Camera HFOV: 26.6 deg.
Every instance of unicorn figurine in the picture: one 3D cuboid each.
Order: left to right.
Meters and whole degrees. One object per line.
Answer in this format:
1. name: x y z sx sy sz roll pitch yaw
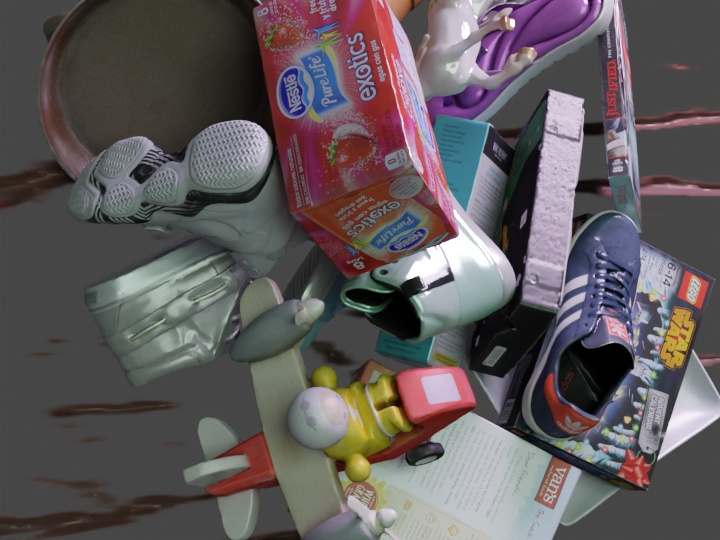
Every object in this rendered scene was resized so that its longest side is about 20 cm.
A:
1. unicorn figurine: 0.074 -0.184 1.227 0.074 0.137 0.200 50 43 -25

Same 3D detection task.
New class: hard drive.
1. hard drive: 0.136 -0.028 1.241 0.038 0.140 0.200 14 61 -8

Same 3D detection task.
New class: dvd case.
1. dvd case: 0.221 -0.148 1.306 0.022 0.146 0.200 -6 72 13

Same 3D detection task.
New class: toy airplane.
1. toy airplane: -0.039 0.122 1.125 0.200 0.141 0.199 26 76 13

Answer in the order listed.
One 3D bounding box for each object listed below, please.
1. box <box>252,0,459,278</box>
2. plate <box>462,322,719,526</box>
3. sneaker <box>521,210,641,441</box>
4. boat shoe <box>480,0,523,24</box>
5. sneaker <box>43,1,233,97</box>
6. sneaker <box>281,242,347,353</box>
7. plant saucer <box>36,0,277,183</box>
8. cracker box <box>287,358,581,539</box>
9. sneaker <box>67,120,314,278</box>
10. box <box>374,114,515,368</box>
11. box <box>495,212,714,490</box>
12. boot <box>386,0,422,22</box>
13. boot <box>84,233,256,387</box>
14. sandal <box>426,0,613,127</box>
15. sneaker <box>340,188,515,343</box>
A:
1. box: -0.005 -0.109 1.103 0.095 0.100 0.200 -21 55 13
2. plate: 0.196 0.089 1.328 0.200 0.032 0.200 -31 94 -22
3. sneaker: 0.196 0.042 1.229 0.075 0.085 0.200 21 75 -15
4. boat shoe: 0.153 -0.231 1.346 0.200 0.057 0.067 -42 98 -22
5. sneaker: -0.149 -0.172 1.212 0.200 0.070 0.076 -4 91 -19
6. sneaker: 0.000 0.000 1.242 0.082 0.074 0.200 35 72 -10
7. plant saucer: -0.151 -0.141 1.183 0.200 0.032 0.200 -8 118 -15
8. cracker box: 0.060 0.178 1.231 0.200 0.058 0.134 28 72 -3
9. sneaker: -0.123 -0.044 1.140 0.115 0.200 0.075 46 48 -38
10. box: 0.071 -0.019 1.246 0.049 0.082 0.200 12 83 22
11. box: 0.211 0.070 1.298 0.137 0.040 0.200 26 74 -17
12. boot: 0.024 -0.225 1.289 0.155 0.074 0.200 -26 97 -29
13. boot: -0.112 0.017 1.206 0.200 0.074 0.096 -26 100 -16
14. sandal: 0.114 -0.187 1.272 0.050 0.203 0.083 28 32 -54
15. sneaker: 0.014 -0.031 1.151 0.118 0.074 0.200 -26 63 -39
